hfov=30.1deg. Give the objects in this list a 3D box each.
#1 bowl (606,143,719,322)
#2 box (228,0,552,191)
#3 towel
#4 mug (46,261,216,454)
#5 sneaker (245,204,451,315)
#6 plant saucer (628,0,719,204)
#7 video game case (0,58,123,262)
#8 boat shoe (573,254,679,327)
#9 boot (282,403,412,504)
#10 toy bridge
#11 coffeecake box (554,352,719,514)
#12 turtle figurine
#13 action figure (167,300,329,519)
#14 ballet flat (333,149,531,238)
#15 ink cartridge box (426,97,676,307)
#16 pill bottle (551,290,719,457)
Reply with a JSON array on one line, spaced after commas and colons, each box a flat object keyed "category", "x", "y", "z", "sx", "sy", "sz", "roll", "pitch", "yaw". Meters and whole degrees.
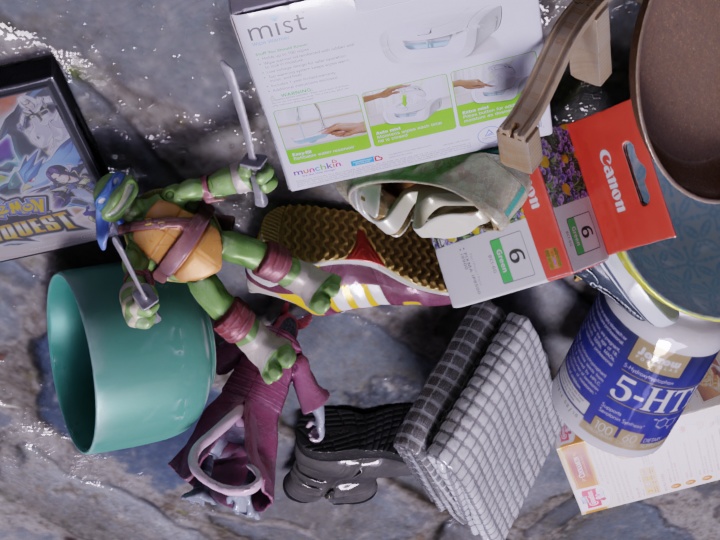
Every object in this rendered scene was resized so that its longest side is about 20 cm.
[{"category": "bowl", "x": 0.270, "y": -0.064, "z": 1.064, "sx": 0.197, "sy": 0.203, "sz": 0.108, "roll": 1, "pitch": -176, "yaw": -12}, {"category": "box", "x": 0.023, "y": -0.162, "z": 0.923, "sx": 0.197, "sy": 0.097, "sz": 0.177, "roll": -12, "pitch": 141, "yaw": 5}, {"category": "towel", "x": 0.115, "y": 0.144, "z": 1.267, "sx": 0.085, "sy": 0.167, "sz": 0.201, "roll": 19, "pitch": 156, "yaw": 30}, {"category": "mug", "x": -0.195, "y": 0.062, "z": 1.133, "sx": 0.113, "sy": 0.185, "sz": 0.154, "roll": -9, "pitch": 118, "yaw": -25}, {"category": "sneaker", "x": 0.000, "y": 0.000, "z": 1.147, "sx": 0.198, "sy": 0.076, "sz": 0.090, "roll": 12, "pitch": 144, "yaw": -14}, {"category": "plant saucer", "x": 0.254, "y": -0.150, "z": 0.954, "sx": 0.199, "sy": 0.037, "sz": 0.203, "roll": -10, "pitch": 107, "yaw": -34}, {"category": "video game case", "x": -0.299, "y": -0.071, "z": 1.032, "sx": 0.197, "sy": 0.026, "sz": 0.182, "roll": -11, "pitch": 141, "yaw": 4}, {"category": "boat shoe", "x": 0.177, "y": -0.021, "z": 1.113, "sx": 0.091, "sy": 0.071, "sz": 0.201, "roll": -31, "pitch": 106, "yaw": 36}, {"category": "boot", "x": 0.021, "y": 0.199, "z": 1.404, "sx": 0.197, "sy": 0.070, "sz": 0.132, "roll": 8, "pitch": 143, "yaw": -2}, {"category": "toy bridge", "x": 0.156, "y": -0.157, "z": 0.912, "sx": 0.027, "sy": 0.200, "sz": 0.068, "roll": 26, "pitch": 153, "yaw": 30}, {"category": "coffeecake box", "x": 0.306, "y": 0.168, "z": 1.401, "sx": 0.198, "sy": 0.074, "sz": 0.154, "roll": -16, "pitch": 141, "yaw": 9}, {"category": "turtle figurine", "x": -0.105, "y": -0.009, "z": 0.995, "sx": 0.193, "sy": 0.145, "sz": 0.199, "roll": 37, "pitch": 139, "yaw": -21}, {"category": "action figure", "x": -0.100, "y": 0.108, "z": 1.171, "sx": 0.133, "sy": 0.202, "sz": 0.149, "roll": 17, "pitch": 161, "yaw": 13}, {"category": "ballet flat", "x": 0.040, "y": -0.056, "z": 1.013, "sx": 0.199, "sy": 0.063, "sz": 0.067, "roll": -1, "pitch": 147, "yaw": 48}, {"category": "ink cartridge box", "x": 0.133, "y": -0.047, "z": 1.010, "sx": 0.050, "sy": 0.110, "sz": 0.199, "roll": -18, "pitch": 179, "yaw": -39}, {"category": "pill bottle", "x": 0.262, "y": 0.059, "z": 1.212, "sx": 0.118, "sy": 0.120, "sz": 0.201, "roll": 7, "pitch": 126, "yaw": -19}]
